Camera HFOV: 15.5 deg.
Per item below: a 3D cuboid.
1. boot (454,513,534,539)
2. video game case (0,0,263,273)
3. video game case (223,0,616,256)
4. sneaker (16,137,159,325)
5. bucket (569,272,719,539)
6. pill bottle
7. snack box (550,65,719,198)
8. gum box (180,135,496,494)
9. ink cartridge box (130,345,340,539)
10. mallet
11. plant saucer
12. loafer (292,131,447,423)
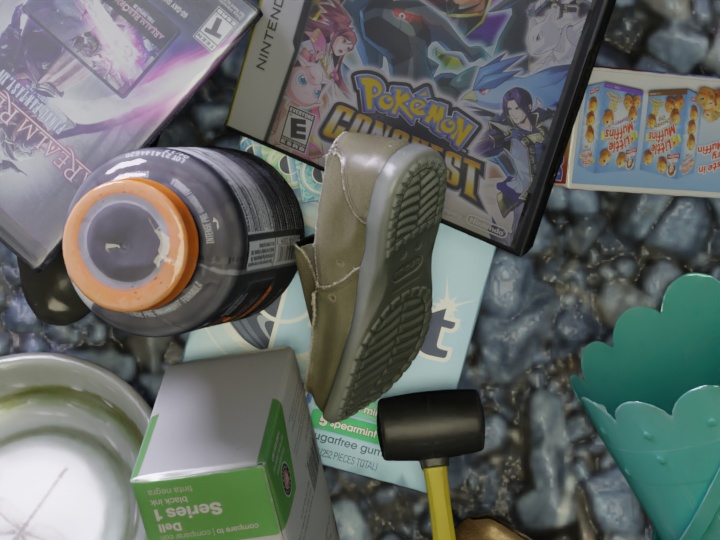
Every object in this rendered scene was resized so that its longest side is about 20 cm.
[{"bbox_3d":[0.125,0.226,1.602,0.200,0.074,0.076,38,88,-1],"label":"boot"},{"bbox_3d":[-0.174,-0.120,1.534,0.143,0.019,0.200,41,89,7],"label":"video game case"},{"bbox_3d":[0.033,-0.128,1.517,0.199,0.025,0.181,24,114,15],"label":"video game case"},{"bbox_3d":[-0.161,-0.062,1.587,0.076,0.091,0.201,17,97,-4],"label":"sneaker"},{"bbox_3d":[0.237,0.083,1.554,0.206,0.207,0.135,-26,104,2],"label":"bucket"},{"bbox_3d":[-0.104,-0.018,1.494,0.106,0.200,0.107,1,93,13],"label":"pill bottle"},{"bbox_3d":[0.200,-0.080,1.572,0.199,0.024,0.072,2,98,-33],"label":"snack box"},{"bbox_3d":[-0.013,0.017,1.619,0.169,0.045,0.201,15,97,-2],"label":"gum box"},{"bbox_3d":[-0.063,0.169,1.556,0.084,0.146,0.201,-8,114,10],"label":"ink cartridge box"},{"bbox_3d":[0.061,0.167,1.571,0.066,0.041,0.201,-14,80,-2],"label":"mallet"},{"bbox_3d":[-0.204,0.149,1.603,0.199,0.050,0.201,-5,63,10],"label":"plant saucer"},{"bbox_3d":[0.000,0.000,1.541,0.070,0.075,0.201,34,129,28],"label":"loafer"}]
